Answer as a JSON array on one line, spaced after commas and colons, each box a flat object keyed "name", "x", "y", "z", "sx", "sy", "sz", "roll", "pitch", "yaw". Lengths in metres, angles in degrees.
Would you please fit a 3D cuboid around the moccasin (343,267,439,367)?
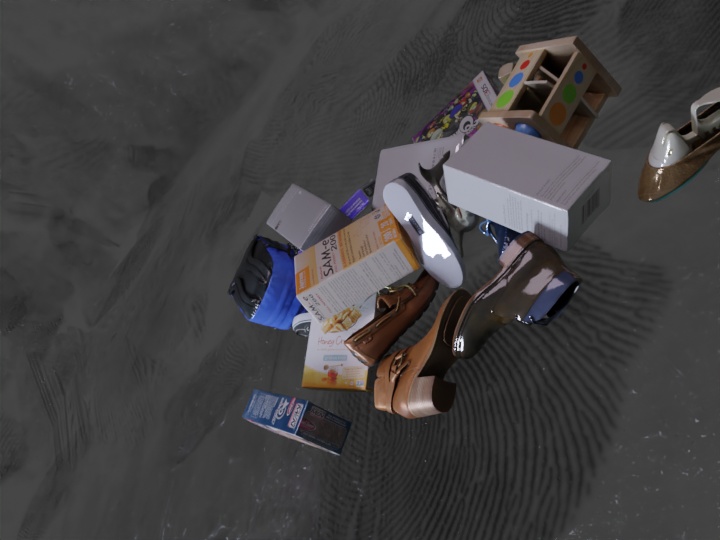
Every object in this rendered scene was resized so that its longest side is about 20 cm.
[{"name": "moccasin", "x": 0.053, "y": 0.063, "z": 0.998, "sx": 0.201, "sy": 0.078, "sz": 0.074, "roll": -45, "pitch": 4, "yaw": -11}]

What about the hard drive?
[{"name": "hard drive", "x": 0.111, "y": -0.179, "z": 1.158, "sx": 0.200, "sy": 0.026, "sz": 0.132, "roll": -1, "pitch": 76, "yaw": 44}]

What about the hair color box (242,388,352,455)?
[{"name": "hair color box", "x": -0.116, "y": 0.261, "z": 1.066, "sx": 0.200, "sy": 0.100, "sz": 0.061, "roll": -7, "pitch": 56, "yaw": 55}]

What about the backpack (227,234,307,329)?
[{"name": "backpack", "x": -0.175, "y": 0.029, "z": 1.308, "sx": 0.163, "sy": 0.167, "sz": 0.200, "roll": -69, "pitch": 24, "yaw": 11}]

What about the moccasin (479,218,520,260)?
[{"name": "moccasin", "x": 0.215, "y": -0.088, "z": 0.928, "sx": 0.081, "sy": 0.068, "sz": 0.200, "roll": 102, "pitch": -179, "yaw": -47}]

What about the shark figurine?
[{"name": "shark figurine", "x": 0.174, "y": -0.113, "z": 1.030, "sx": 0.089, "sy": 0.128, "sz": 0.215, "roll": -20, "pitch": 33, "yaw": -2}]

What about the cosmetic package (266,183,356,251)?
[{"name": "cosmetic package", "x": -0.097, "y": -0.091, "z": 1.200, "sx": 0.107, "sy": 0.090, "sz": 0.200, "roll": -56, "pitch": 31, "yaw": -1}]

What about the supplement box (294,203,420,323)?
[{"name": "supplement box", "x": -0.011, "y": -0.015, "z": 1.035, "sx": 0.200, "sy": 0.074, "sz": 0.126, "roll": -30, "pitch": 33, "yaw": 11}]

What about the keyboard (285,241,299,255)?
[{"name": "keyboard", "x": -0.164, "y": -0.062, "z": 1.542, "sx": 0.200, "sy": 0.021, "sz": 0.127, "roll": -58, "pitch": 29, "yaw": -3}]

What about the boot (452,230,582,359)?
[{"name": "boot", "x": 0.201, "y": 0.056, "z": 0.802, "sx": 0.097, "sy": 0.075, "sz": 0.200, "roll": 42, "pitch": 113, "yaw": 37}]

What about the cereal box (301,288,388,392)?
[{"name": "cereal box", "x": -0.027, "y": 0.109, "z": 1.068, "sx": 0.144, "sy": 0.039, "sz": 0.201, "roll": -7, "pitch": 69, "yaw": 36}]

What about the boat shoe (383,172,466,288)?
[{"name": "boat shoe", "x": 0.115, "y": -0.068, "z": 0.985, "sx": 0.068, "sy": 0.200, "sz": 0.072, "roll": -37, "pitch": 2, "yaw": -41}]

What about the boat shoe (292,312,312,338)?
[{"name": "boat shoe", "x": -0.073, "y": 0.115, "z": 1.181, "sx": 0.200, "sy": 0.069, "sz": 0.057, "roll": -14, "pitch": 60, "yaw": 51}]

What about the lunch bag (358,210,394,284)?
[{"name": "lunch bag", "x": 0.000, "y": 0.000, "z": 1.179, "sx": 0.200, "sy": 0.082, "sz": 0.177, "roll": -41, "pitch": 37, "yaw": 30}]

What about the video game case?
[{"name": "video game case", "x": 0.194, "y": -0.272, "z": 1.189, "sx": 0.200, "sy": 0.036, "sz": 0.182, "roll": -41, "pitch": 34, "yaw": 27}]

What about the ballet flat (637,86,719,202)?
[{"name": "ballet flat", "x": 0.406, "y": -0.167, "z": 0.729, "sx": 0.200, "sy": 0.072, "sz": 0.068, "roll": -40, "pitch": 33, "yaw": 28}]

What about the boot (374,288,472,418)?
[{"name": "boot", "x": 0.091, "y": 0.124, "z": 0.923, "sx": 0.155, "sy": 0.074, "sz": 0.200, "roll": -19, "pitch": 41, "yaw": 56}]

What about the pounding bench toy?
[{"name": "pounding bench toy", "x": 0.268, "y": -0.256, "z": 0.972, "sx": 0.156, "sy": 0.124, "sz": 0.200, "roll": -59, "pitch": 29, "yaw": -3}]

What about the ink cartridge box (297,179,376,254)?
[{"name": "ink cartridge box", "x": -0.045, "y": -0.099, "z": 1.290, "sx": 0.198, "sy": 0.043, "sz": 0.200, "roll": -45, "pitch": 4, "yaw": 20}]

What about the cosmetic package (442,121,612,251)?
[{"name": "cosmetic package", "x": 0.226, "y": -0.121, "z": 0.842, "sx": 0.113, "sy": 0.081, "sz": 0.200, "roll": -43, "pitch": 49, "yaw": -20}]
